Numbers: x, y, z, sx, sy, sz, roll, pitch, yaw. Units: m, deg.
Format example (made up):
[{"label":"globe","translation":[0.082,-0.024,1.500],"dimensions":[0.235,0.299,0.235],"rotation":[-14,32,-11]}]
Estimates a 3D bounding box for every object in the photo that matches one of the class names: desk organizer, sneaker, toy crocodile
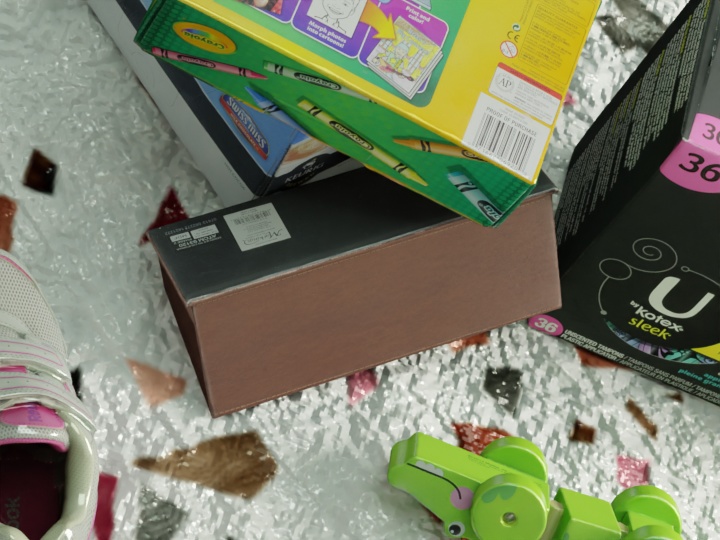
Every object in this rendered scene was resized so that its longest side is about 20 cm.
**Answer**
[{"label":"desk organizer","translation":[0.000,0.000,1.337],"dimensions":[0.200,0.077,0.072],"rotation":[-17,36,-13]},{"label":"sneaker","translation":[-0.162,0.072,1.227],"dimensions":[0.081,0.088,0.200],"rotation":[-5,65,-24]},{"label":"toy crocodile","translation":[0.105,0.135,1.320],"dimensions":[0.200,0.062,0.068],"rotation":[21,18,-8]}]

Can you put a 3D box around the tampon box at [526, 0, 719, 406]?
[{"label":"tampon box","translation":[0.202,-0.038,1.365],"dimensions":[0.150,0.200,0.126],"rotation":[22,57,-8]}]

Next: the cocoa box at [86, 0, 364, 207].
[{"label":"cocoa box","translation":[-0.049,-0.154,1.370],"dimensions":[0.133,0.131,0.200],"rotation":[-27,75,-31]}]

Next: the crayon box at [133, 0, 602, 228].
[{"label":"crayon box","translation":[0.006,-0.121,1.260],"dimensions":[0.200,0.058,0.119],"rotation":[27,60,-9]}]
